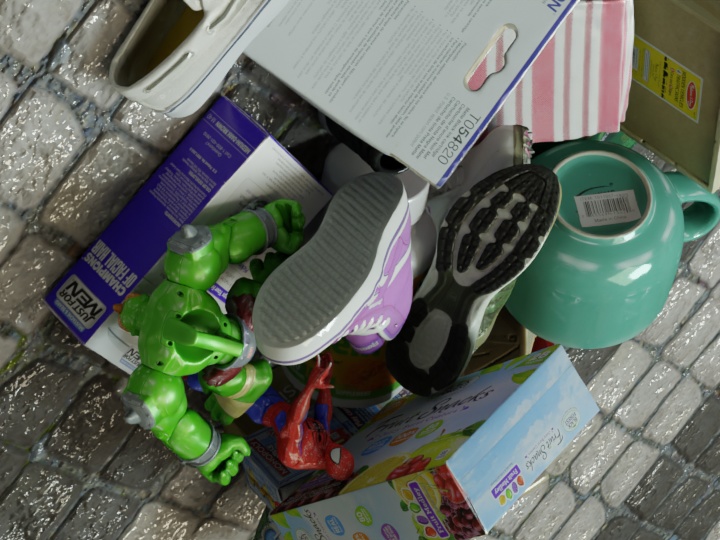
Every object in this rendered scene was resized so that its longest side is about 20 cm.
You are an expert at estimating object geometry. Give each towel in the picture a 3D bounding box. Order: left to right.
[{"bbox_3d":[0.111,-0.154,1.699,0.198,0.030,0.147,-7,137,-3],"label":"towel"}]

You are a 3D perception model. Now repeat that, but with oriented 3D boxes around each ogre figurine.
[{"bbox_3d":[-0.105,0.042,1.540,0.120,0.098,0.201,16,111,-51],"label":"ogre figurine"}]

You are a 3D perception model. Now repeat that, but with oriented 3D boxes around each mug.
[{"bbox_3d":[0.196,-0.041,1.799,0.185,0.151,0.115,-51,162,-28],"label":"mug"}]

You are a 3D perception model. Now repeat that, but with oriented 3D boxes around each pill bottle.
[{"bbox_3d":[0.000,0.000,1.720,0.111,0.111,0.201,-23,139,-33],"label":"pill bottle"}]

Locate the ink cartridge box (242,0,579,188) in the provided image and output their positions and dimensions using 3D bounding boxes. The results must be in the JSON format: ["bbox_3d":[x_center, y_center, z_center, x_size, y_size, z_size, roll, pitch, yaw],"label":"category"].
[{"bbox_3d":[0.032,-0.191,1.524,0.199,0.041,0.200,35,98,-17],"label":"ink cartridge box"}]

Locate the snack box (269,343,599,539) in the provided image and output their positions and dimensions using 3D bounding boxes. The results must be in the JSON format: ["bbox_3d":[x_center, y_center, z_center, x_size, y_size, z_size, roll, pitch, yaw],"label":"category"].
[{"bbox_3d":[0.055,0.144,1.639,0.199,0.068,0.169,-20,-165,46],"label":"snack box"}]

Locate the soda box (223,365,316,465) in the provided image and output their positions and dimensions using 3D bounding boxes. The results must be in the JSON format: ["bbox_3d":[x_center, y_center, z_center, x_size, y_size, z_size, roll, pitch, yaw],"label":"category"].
[{"bbox_3d":[-0.020,0.098,1.843,0.199,0.064,0.068,-35,145,-20],"label":"soda box"}]

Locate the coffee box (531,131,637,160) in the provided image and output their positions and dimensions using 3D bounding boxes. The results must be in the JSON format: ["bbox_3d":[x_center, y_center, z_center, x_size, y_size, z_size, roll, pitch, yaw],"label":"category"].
[{"bbox_3d":[0.172,-0.140,1.836,0.123,0.044,0.200,-45,147,-2],"label":"coffee box"}]

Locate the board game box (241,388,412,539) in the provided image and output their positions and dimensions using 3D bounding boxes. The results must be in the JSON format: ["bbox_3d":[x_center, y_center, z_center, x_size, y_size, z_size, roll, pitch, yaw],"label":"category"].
[{"bbox_3d":[-0.028,0.178,1.803,0.199,0.062,0.201,-10,133,-43],"label":"board game box"}]

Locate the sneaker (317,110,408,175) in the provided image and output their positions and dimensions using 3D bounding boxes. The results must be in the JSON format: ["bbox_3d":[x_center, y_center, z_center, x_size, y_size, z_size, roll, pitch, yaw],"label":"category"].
[{"bbox_3d":[0.014,-0.153,1.589,0.070,0.099,0.201,-29,142,-23],"label":"sneaker"}]

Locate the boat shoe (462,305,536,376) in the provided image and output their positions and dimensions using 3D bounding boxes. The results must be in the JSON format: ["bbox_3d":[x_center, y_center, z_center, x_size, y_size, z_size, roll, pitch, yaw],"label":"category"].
[{"bbox_3d":[0.122,0.030,1.866,0.065,0.071,0.201,81,16,-60],"label":"boat shoe"}]

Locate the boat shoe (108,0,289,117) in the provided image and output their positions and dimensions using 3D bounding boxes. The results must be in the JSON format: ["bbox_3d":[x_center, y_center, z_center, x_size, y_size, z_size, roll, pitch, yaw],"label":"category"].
[{"bbox_3d":[-0.103,-0.193,1.446,0.086,0.075,0.202,13,123,-50],"label":"boat shoe"}]

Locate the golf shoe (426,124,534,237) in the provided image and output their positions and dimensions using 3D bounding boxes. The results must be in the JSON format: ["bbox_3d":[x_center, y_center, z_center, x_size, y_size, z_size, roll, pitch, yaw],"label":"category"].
[{"bbox_3d":[0.077,-0.052,1.739,0.091,0.073,0.200,8,149,-14],"label":"golf shoe"}]

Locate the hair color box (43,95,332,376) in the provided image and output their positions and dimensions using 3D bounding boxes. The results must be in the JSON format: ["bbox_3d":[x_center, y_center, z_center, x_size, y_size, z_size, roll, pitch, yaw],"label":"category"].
[{"bbox_3d":[-0.124,-0.017,1.603,0.200,0.065,0.109,-50,146,-1],"label":"hair color box"}]

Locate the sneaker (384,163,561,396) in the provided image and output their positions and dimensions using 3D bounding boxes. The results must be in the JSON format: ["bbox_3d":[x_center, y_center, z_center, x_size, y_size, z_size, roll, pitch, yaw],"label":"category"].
[{"bbox_3d":[0.092,0.002,1.688,0.201,0.077,0.089,-56,165,17],"label":"sneaker"}]

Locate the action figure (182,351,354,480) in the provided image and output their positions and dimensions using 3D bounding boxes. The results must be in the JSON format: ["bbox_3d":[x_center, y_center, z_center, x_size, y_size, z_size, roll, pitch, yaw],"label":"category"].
[{"bbox_3d":[-0.064,0.078,1.647,0.065,0.200,0.100,6,117,-51],"label":"action figure"}]

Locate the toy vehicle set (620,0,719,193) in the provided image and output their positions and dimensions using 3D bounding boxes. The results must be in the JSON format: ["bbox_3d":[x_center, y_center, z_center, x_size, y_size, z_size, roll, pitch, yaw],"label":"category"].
[{"bbox_3d":[0.244,-0.158,1.723,0.026,0.124,0.201,-42,154,-22],"label":"toy vehicle set"}]

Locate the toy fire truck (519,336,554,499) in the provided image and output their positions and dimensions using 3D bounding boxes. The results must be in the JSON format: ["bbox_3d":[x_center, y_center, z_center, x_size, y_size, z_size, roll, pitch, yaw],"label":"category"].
[{"bbox_3d":[0.117,0.128,1.906,0.176,0.200,0.129,-42,147,-8],"label":"toy fire truck"}]

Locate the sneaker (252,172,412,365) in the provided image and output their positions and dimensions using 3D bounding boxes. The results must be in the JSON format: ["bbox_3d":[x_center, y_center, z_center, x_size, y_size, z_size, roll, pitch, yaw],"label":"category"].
[{"bbox_3d":[-0.008,0.030,1.560,0.201,0.072,0.115,-51,143,-46],"label":"sneaker"}]
